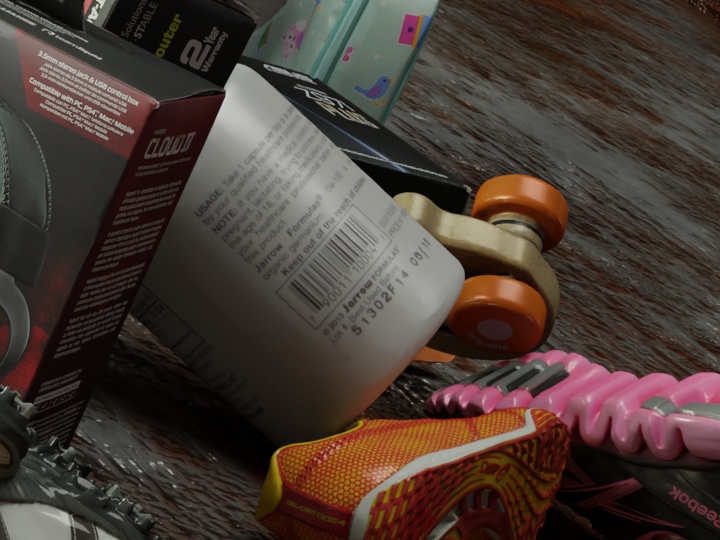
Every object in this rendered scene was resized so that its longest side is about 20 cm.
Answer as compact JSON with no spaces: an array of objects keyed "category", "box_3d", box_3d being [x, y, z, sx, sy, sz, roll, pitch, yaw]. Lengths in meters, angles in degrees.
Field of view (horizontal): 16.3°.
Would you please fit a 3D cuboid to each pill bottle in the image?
[{"category":"pill bottle","box_3d":[-0.062,-0.024,1.087,0.200,0.114,0.114,43,13,-5]}]

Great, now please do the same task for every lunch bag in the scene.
[{"category":"lunch bag","box_3d":[-0.021,-0.174,1.728,0.077,0.161,0.200,19,16,-23]}]

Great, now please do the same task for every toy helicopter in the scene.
[{"category":"toy helicopter","box_3d":[0.000,0.000,1.256,0.200,0.132,0.079,16,57,-3]}]

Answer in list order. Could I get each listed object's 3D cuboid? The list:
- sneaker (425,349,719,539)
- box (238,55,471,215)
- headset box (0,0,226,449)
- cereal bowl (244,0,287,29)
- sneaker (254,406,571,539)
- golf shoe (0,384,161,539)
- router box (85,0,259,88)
[{"category":"sneaker","box_3d":[0.111,0.093,1.163,0.079,0.095,0.200,-24,21,-40]},{"category":"box","box_3d":[-0.069,-0.058,1.371,0.200,0.086,0.164,12,18,-41]},{"category":"headset box","box_3d":[-0.150,-0.021,0.853,0.149,0.200,0.077,28,14,10]},{"category":"cereal bowl","box_3d":[-0.130,-0.185,1.341,0.200,0.083,0.200,37,5,-3]},{"category":"sneaker","box_3d":[0.029,0.083,1.054,0.077,0.073,0.200,21,7,29]},{"category":"golf shoe","box_3d":[-0.117,0.091,0.782,0.200,0.095,0.078,46,-11,-35]},{"category":"router box","box_3d":[-0.138,-0.050,0.972,0.062,0.200,0.150,20,14,-38]}]
